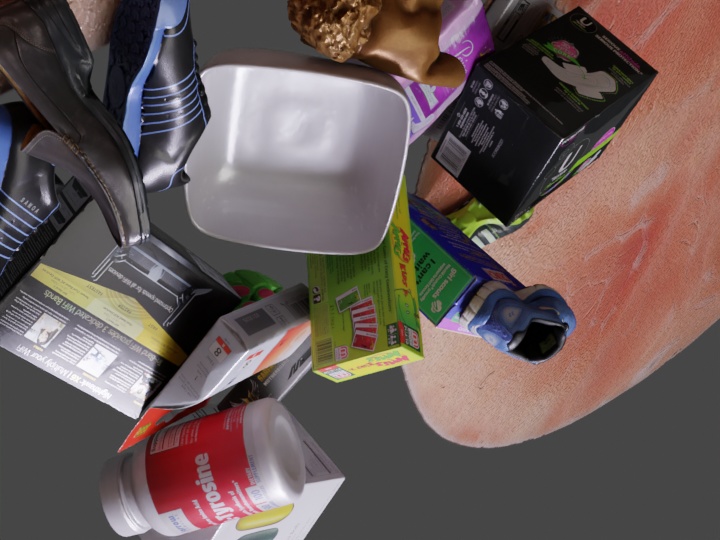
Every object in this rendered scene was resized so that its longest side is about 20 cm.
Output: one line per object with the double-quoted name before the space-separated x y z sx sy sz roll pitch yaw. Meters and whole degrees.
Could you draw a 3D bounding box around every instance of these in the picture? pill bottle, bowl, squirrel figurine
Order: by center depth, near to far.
"squirrel figurine" 0.022 -0.273 0.895 0.199 0.141 0.188 -7 126 -51
"bowl" -0.060 -0.115 0.970 0.198 0.075 0.201 6 130 -6
"pill bottle" -0.167 0.213 1.108 0.199 0.113 0.112 -18 152 12

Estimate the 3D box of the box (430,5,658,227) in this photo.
"box" 0.202 -0.172 1.158 0.200 0.124 0.149 -34 161 -37

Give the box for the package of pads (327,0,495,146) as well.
"package of pads" 0.044 -0.197 1.067 0.200 0.076 0.121 -45 154 -3

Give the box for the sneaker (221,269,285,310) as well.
"sneaker" -0.157 0.057 1.132 0.199 0.077 0.084 -14 152 -36

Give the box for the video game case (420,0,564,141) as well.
"video game case" 0.165 -0.228 1.239 0.182 0.023 0.201 12 116 -56

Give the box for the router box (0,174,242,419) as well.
"router box" -0.229 0.028 0.959 0.157 0.052 0.200 -48 134 1

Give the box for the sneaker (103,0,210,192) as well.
"sneaker" -0.157 -0.151 0.847 0.077 0.070 0.201 -6 133 -35

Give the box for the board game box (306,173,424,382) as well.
"board game box" 0.000 0.000 1.050 0.101 0.201 0.048 -18 153 27

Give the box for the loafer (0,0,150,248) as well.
"loafer" -0.219 -0.103 0.779 0.072 0.073 0.201 -29 104 -23

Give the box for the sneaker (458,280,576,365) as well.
"sneaker" 0.188 0.067 1.150 0.199 0.089 0.079 3 126 -54

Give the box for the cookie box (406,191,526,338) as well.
"cookie box" 0.081 -0.014 1.207 0.075 0.200 0.171 -53 149 12

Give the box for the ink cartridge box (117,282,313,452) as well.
"ink cartridge box" -0.136 0.109 1.053 0.200 0.050 0.162 -53 167 25

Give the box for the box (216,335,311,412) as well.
"box" -0.073 0.095 1.229 0.200 0.048 0.158 -47 178 1

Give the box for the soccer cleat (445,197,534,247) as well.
"soccer cleat" 0.146 -0.054 1.392 0.199 0.068 0.081 -25 161 -32

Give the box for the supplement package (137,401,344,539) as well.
"supplement package" -0.158 0.266 1.285 0.199 0.151 0.152 5 123 -54

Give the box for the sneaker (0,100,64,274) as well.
"sneaker" -0.284 -0.041 0.840 0.078 0.070 0.201 0 126 -43
